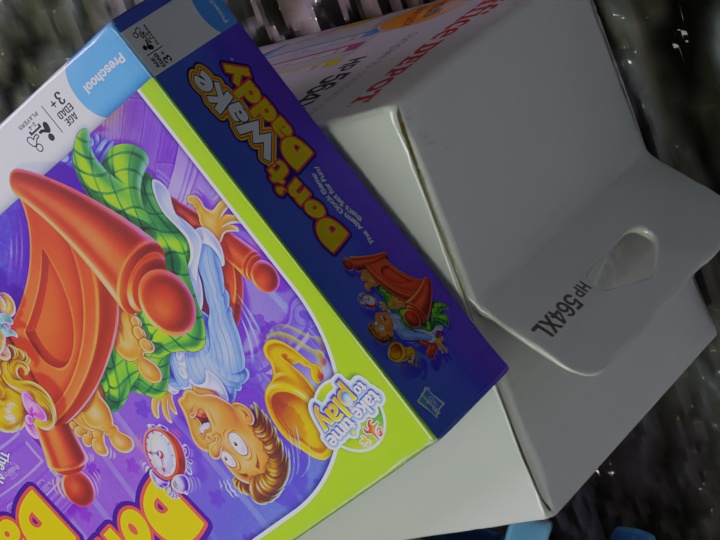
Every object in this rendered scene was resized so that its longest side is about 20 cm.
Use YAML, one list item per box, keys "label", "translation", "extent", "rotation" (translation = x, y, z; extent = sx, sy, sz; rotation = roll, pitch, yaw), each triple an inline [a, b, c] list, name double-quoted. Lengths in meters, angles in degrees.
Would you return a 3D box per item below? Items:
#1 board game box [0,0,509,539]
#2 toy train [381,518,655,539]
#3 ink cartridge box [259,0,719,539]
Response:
- label: "board game box"
  translation: [-0.073, 0.029, 0.781]
  extent: [0.200, 0.045, 0.135]
  rotation: [-38, 91, 38]
- label: "toy train"
  translation: [0.037, 0.120, 0.870]
  extent: [0.114, 0.087, 0.200]
  rotation: [14, 169, 3]
- label: "ink cartridge box"
  translation: [0.000, 0.000, 0.833]
  extent: [0.199, 0.129, 0.126]
  rotation: [-13, 107, 34]
